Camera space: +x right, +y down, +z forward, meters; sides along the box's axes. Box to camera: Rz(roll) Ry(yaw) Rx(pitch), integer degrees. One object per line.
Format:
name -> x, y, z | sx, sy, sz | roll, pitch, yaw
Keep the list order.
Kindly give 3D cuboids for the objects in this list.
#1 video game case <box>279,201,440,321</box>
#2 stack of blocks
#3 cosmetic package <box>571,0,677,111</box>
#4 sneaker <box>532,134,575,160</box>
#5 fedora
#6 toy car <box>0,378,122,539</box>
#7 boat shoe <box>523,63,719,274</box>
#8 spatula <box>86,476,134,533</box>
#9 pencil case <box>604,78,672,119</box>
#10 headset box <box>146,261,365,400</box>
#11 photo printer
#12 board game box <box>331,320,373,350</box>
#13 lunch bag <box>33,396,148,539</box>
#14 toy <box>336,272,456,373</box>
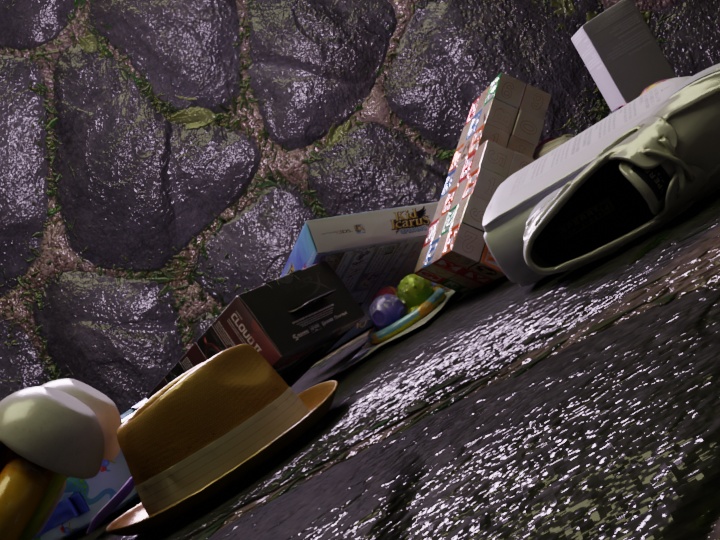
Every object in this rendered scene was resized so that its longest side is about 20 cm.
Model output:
video game case -> 0.000, 0.000, 1.095 | 0.180, 0.046, 0.200 | -11, -26, -26
stack of blocks -> 0.125, -0.087, 0.947 | 0.115, 0.058, 0.201 | 142, 149, -72
cosmetic package -> 0.385, -0.270, 1.356 | 0.090, 0.201, 0.107 | -33, 3, 5
sneaker -> 0.194, -0.084, 0.943 | 0.081, 0.089, 0.200 | -31, 2, 18
fedora -> -0.114, 0.114, 0.717 | 0.200, 0.082, 0.201 | -31, 1, 1
toy car -> -0.272, 0.150, 0.687 | 0.176, 0.149, 0.200 | -62, 4, -5
boat shoe -> 0.188, -0.063, 0.626 | 0.199, 0.072, 0.066 | -32, 5, 23
spatula -> -0.174, 0.185, 0.909 | 0.199, 0.021, 0.057 | -27, -18, -36
pencil case -> 0.312, -0.151, 1.019 | 0.200, 0.086, 0.083 | -32, -30, -55
headset box -> -0.098, 0.079, 0.962 | 0.200, 0.075, 0.148 | -45, -12, 32
photo printer -> 0.198, -0.077, 0.750 | 0.199, 0.070, 0.166 | -32, 7, 21
board game box -> -0.054, 0.098, 1.380 | 0.199, 0.035, 0.135 | -32, 1, 9
lunch bag -> -0.285, 0.221, 1.023 | 0.199, 0.083, 0.161 | -33, 3, 31
toy -> 0.047, 0.032, 1.014 | 0.115, 0.047, 0.200 | -33, -1, 29
